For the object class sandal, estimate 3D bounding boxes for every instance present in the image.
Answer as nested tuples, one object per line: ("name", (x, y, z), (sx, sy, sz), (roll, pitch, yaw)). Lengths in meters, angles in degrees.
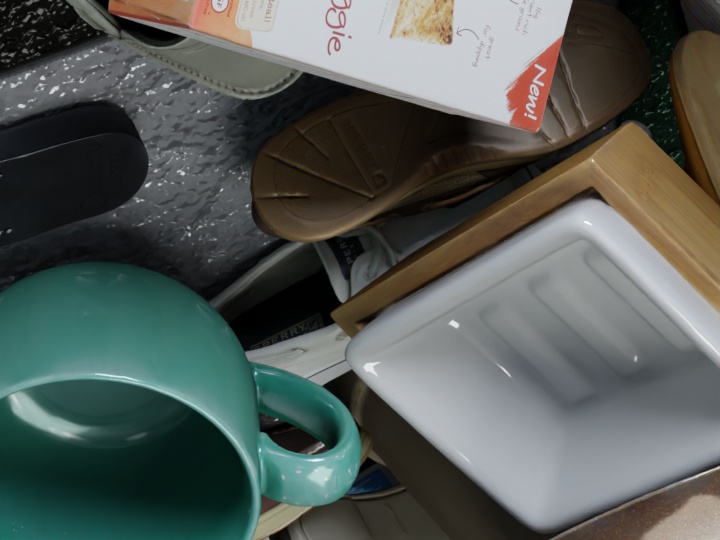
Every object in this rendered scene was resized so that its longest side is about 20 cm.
("sandal", (-0.187, -0.019, 1.103), (0.199, 0.043, 0.076), (-22, 147, -8))

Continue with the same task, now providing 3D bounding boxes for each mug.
("mug", (-0.111, 0.079, 1.189), (0.185, 0.115, 0.152), (28, 120, -22))

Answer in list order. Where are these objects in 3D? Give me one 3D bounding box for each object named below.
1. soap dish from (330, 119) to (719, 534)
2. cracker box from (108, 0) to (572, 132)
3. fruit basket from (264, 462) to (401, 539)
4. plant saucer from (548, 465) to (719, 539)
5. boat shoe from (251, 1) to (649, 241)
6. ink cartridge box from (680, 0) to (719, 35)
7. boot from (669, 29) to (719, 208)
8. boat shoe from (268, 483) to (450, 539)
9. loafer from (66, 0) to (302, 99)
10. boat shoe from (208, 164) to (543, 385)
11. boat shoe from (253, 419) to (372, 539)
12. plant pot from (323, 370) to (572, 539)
("soap dish", (0.102, 0.028, 1.140), (0.157, 0.081, 0.200), (43, 141, -14))
("cracker box", (0.006, -0.141, 0.999), (0.200, 0.058, 0.134), (12, 93, -45))
("fruit basket", (-0.024, 0.211, 1.485), (0.185, 0.094, 0.200), (-30, 143, 4))
("plant saucer", (0.155, 0.130, 1.181), (0.200, 0.035, 0.200), (-19, 165, -5))
("boat shoe", (0.039, -0.065, 1.176), (0.200, 0.072, 0.072), (-27, 173, -11))
("ink cartridge box", (0.200, -0.125, 1.153), (0.068, 0.115, 0.200), (-36, 147, -5))
("boot", (0.149, -0.012, 1.190), (0.144, 0.202, 0.071), (-10, -154, 45))
("boat shoe", (0.017, 0.155, 1.393), (0.200, 0.067, 0.057), (5, 141, -46))
("loafer", (-0.081, -0.114, 1.023), (0.070, 0.070, 0.200), (-37, 145, 16))
("boat shoe", (0.000, 0.000, 1.240), (0.200, 0.072, 0.066), (-27, 152, 15))
("boat shoe", (-0.093, 0.110, 1.313), (0.199, 0.072, 0.072), (-22, 104, 16))
("plant pot", (0.099, 0.086, 1.326), (0.199, 0.174, 0.200), (-18, 147, -12))
